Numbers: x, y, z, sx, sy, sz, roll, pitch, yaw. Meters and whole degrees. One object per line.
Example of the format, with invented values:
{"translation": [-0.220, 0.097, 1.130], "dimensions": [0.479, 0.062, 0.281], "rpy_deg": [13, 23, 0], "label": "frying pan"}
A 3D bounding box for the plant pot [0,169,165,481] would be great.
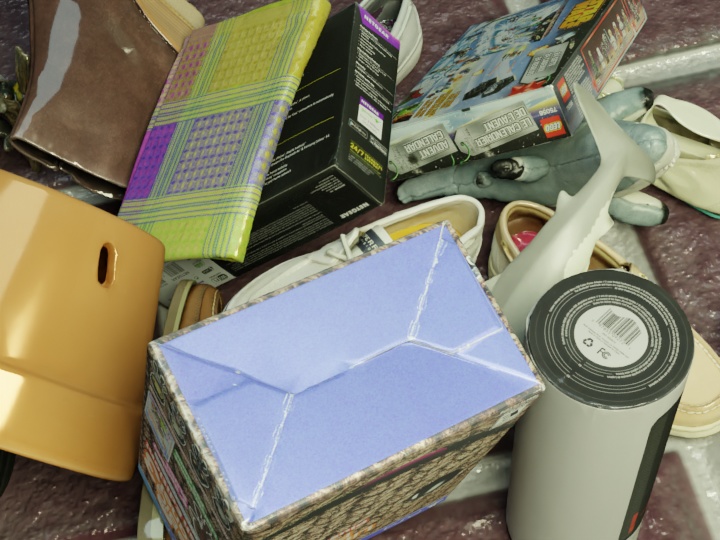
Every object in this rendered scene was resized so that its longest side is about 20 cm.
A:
{"translation": [-0.203, 0.024, 0.761], "dimensions": [0.200, 0.200, 0.140], "rpy_deg": [19, 82, 22], "label": "plant pot"}

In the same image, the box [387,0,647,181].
{"translation": [0.108, -0.136, 0.892], "dimensions": [0.137, 0.040, 0.200], "rpy_deg": [-12, 24, 34], "label": "box"}

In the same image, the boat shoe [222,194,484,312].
{"translation": [0.000, 0.000, 0.821], "dimensions": [0.200, 0.070, 0.071], "rpy_deg": [-20, 60, -29], "label": "boat shoe"}

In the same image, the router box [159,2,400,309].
{"translation": [-0.067, -0.075, 0.875], "dimensions": [0.200, 0.051, 0.150], "rpy_deg": [-24, 44, 34], "label": "router box"}

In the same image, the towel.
{"translation": [-0.094, -0.092, 0.848], "dimensions": [0.143, 0.023, 0.201], "rpy_deg": [-4, 60, 43], "label": "towel"}

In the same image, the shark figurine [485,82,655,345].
{"translation": [0.087, 0.000, 0.731], "dimensions": [0.089, 0.128, 0.215], "rpy_deg": [28, 104, 12], "label": "shark figurine"}

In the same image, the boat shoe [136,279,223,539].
{"translation": [-0.091, 0.098, 0.799], "dimensions": [0.068, 0.072, 0.201], "rpy_deg": [-1, 62, 4], "label": "boat shoe"}

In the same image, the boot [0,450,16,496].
{"translation": [-0.318, 0.113, 0.750], "dimensions": [0.157, 0.211, 0.080], "rpy_deg": [20, 96, 11], "label": "boot"}

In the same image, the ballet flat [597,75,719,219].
{"translation": [0.193, -0.103, 0.908], "dimensions": [0.200, 0.070, 0.070], "rpy_deg": [25, 60, 26], "label": "ballet flat"}

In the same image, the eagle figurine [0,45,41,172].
{"translation": [-0.326, -0.153, 0.999], "dimensions": [0.200, 0.151, 0.152], "rpy_deg": [26, 70, 14], "label": "eagle figurine"}

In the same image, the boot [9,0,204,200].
{"translation": [-0.209, -0.161, 0.899], "dimensions": [0.200, 0.072, 0.167], "rpy_deg": [31, 60, -21], "label": "boot"}

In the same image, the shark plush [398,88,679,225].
{"translation": [0.117, -0.079, 0.864], "dimensions": [0.199, 0.091, 0.083], "rpy_deg": [7, 11, 29], "label": "shark plush"}

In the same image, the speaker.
{"translation": [0.120, 0.089, 0.683], "dimensions": [0.081, 0.200, 0.081], "rpy_deg": [-1, 53, 2], "label": "speaker"}

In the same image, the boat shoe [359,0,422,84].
{"translation": [-0.015, -0.140, 0.968], "dimensions": [0.072, 0.069, 0.200], "rpy_deg": [28, 62, 27], "label": "boat shoe"}

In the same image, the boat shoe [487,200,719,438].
{"translation": [0.153, 0.026, 0.810], "dimensions": [0.074, 0.069, 0.200], "rpy_deg": [-38, 55, -19], "label": "boat shoe"}

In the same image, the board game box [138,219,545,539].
{"translation": [-0.021, 0.083, 0.664], "dimensions": [0.159, 0.200, 0.097], "rpy_deg": [-23, 72, -20], "label": "board game box"}
